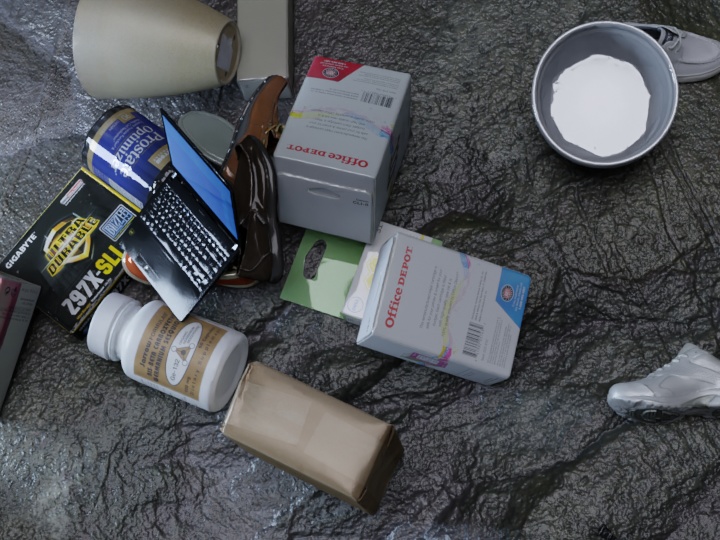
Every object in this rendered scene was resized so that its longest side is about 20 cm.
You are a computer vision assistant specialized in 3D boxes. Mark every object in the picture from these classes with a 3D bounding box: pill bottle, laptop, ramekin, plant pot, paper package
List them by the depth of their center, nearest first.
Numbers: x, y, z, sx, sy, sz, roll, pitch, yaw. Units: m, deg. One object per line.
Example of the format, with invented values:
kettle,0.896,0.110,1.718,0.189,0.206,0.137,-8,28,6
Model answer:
paper package,-0.056,0.217,1.511,0.199,0.191,0.104,23,77,13
laptop,-0.246,-0.070,1.547,0.200,0.103,0.177,-49,59,11
pill bottle,-0.263,0.105,1.609,0.199,0.114,0.115,21,74,12
ramekin,0.339,-0.238,1.653,0.198,0.105,0.202,0,87,9
pill bottle,-0.293,-0.141,1.696,0.199,0.112,0.112,35,78,16
plant pot,-0.281,-0.327,1.709,0.198,0.187,0.189,12,73,15

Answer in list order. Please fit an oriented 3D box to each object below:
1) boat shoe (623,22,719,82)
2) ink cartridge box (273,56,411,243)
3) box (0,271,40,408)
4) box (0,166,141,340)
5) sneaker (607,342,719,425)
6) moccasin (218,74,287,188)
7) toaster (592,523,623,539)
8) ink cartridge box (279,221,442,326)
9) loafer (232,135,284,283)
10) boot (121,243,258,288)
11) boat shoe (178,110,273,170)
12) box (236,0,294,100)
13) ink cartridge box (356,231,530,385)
boat shoe,0.434,-0.326,1.712,0.198,0.069,0.073,13,73,10
ink cartridge box,-0.023,-0.167,1.636,0.144,0.145,0.201,14,54,9
box,-0.545,0.091,1.619,0.127,0.109,0.202,17,87,14
box,-0.402,-0.025,1.703,0.159,0.049,0.200,36,78,14
sneaker,0.420,0.147,1.559,0.198,0.078,0.100,-2,64,-5
moccasin,-0.138,-0.190,1.667,0.077,0.074,0.203,23,55,-11
toaster,0.325,0.424,1.446,0.129,0.114,0.200,-44,75,-7
ink cartridge box,0.000,0.000,1.656,0.198,0.048,0.147,19,75,9
loafer,-0.147,-0.081,1.567,0.071,0.073,0.202,-7,83,-15
boot,-0.235,-0.016,1.634,0.198,0.107,0.076,2,86,-2
boat shoe,-0.187,-0.158,1.719,0.200,0.061,0.076,40,59,18
box,-0.142,-0.361,1.780,0.081,0.068,0.202,-2,72,5
ink cartridge box,0.109,0.052,1.574,0.199,0.085,0.146,19,74,-12
